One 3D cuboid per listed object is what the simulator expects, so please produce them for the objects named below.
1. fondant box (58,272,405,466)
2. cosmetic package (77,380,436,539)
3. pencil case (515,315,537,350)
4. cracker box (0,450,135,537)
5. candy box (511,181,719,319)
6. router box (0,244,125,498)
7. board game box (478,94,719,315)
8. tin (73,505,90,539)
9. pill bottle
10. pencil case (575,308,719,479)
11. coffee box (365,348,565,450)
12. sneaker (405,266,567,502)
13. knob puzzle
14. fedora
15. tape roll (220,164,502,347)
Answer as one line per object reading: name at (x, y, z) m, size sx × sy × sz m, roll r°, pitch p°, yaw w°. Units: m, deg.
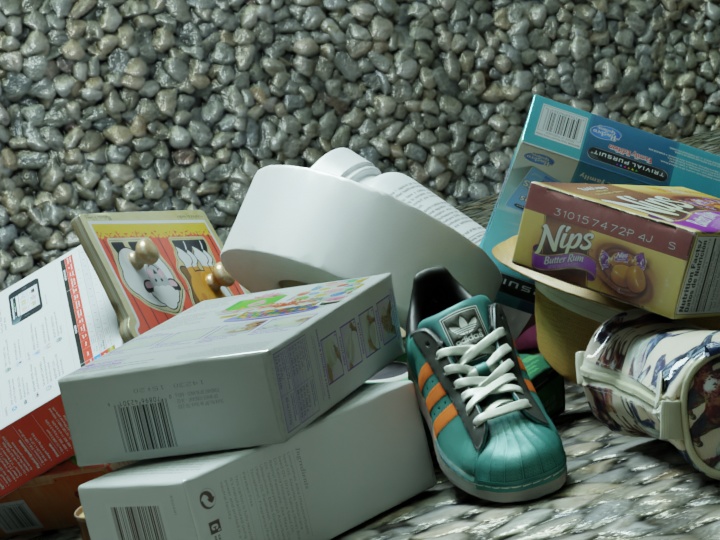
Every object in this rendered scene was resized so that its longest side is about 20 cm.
fondant box at (-0.074, 0.059, 1.224) m, size 0.143 × 0.059 × 0.200 m, roll -9°, pitch 11°, yaw 24°
cosmetic package at (-0.059, 0.129, 1.188) m, size 0.101 × 0.072 × 0.199 m, roll -8°, pitch 9°, yaw 45°
pencil case at (0.206, 0.003, 1.676) m, size 0.198 × 0.095 × 0.091 m, roll -14°, pitch 5°, yaw 0°
cracker box at (-0.194, 0.103, 1.477) m, size 0.133 × 0.058 × 0.201 m, roll -12°, pitch 35°, yaw 29°
candy box at (0.195, -0.014, 1.219) m, size 0.116 × 0.057 × 0.199 m, roll 20°, pitch 11°, yaw 34°
router box at (-0.247, 0.076, 1.456) m, size 0.179 × 0.049 × 0.200 m, roll -30°, pitch 29°, yaw 3°
board game box at (0.170, -0.029, 1.437) m, size 0.150 × 0.047 × 0.201 m, roll 18°, pitch -33°, yaw 2°
tin at (-0.111, 0.150, 1.315) m, size 0.111 × 0.042 × 0.200 m, roll -8°, pitch 7°, yaw 24°
pill bottle at (0.039, -0.008, 1.603) m, size 0.199 × 0.114 × 0.113 m, roll 36°, pitch 29°, yaw 21°
pencil case at (0.184, 0.067, 1.125) m, size 0.089 × 0.079 × 0.200 m, roll 10°, pitch 1°, yaw -10°
coffee box at (0.029, 0.086, 1.351) m, size 0.198 × 0.044 × 0.123 m, roll 2°, pitch 11°, yaw 24°
sneaker at (0.067, 0.066, 1.202) m, size 0.071 × 0.080 × 0.200 m, roll -17°, pitch 29°, yaw -11°
knob puzzle at (-0.110, 0.039, 1.449) m, size 0.030 × 0.221 × 0.219 m, roll -34°, pitch -3°, yaw 23°
fedora at (0.176, 0.035, 1.319) m, size 0.199 × 0.083 × 0.201 m, roll 12°, pitch 12°, yaw -3°
tape roll at (0.000, 0.000, 1.443) m, size 0.201 × 0.071 × 0.203 m, roll 22°, pitch -13°, yaw 5°
